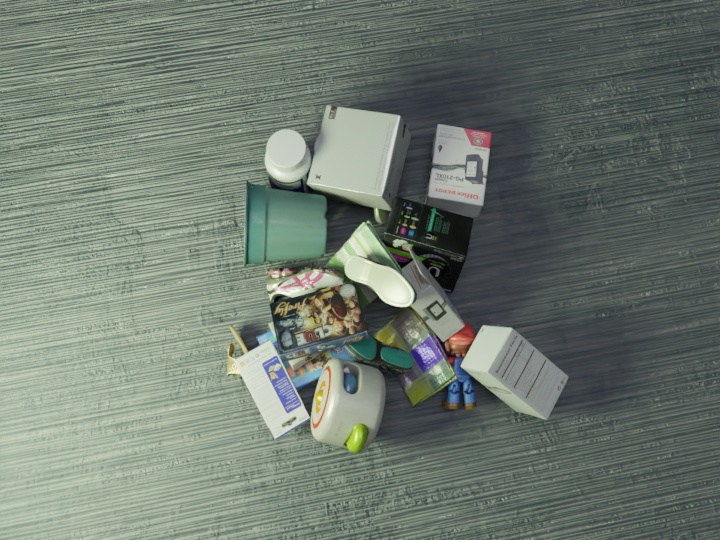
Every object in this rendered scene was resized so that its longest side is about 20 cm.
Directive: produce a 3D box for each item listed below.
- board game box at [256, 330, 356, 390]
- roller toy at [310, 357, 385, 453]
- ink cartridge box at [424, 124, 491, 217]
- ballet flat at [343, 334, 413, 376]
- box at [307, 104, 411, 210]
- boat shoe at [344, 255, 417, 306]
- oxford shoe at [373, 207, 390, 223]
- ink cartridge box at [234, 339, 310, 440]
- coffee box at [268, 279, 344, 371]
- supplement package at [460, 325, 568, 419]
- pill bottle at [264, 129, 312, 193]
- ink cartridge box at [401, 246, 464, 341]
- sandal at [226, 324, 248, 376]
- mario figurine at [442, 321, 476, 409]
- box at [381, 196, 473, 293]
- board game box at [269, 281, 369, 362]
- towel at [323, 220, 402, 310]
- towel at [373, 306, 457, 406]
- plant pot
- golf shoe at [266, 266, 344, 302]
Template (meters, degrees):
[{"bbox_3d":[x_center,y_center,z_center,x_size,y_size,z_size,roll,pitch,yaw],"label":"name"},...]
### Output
[{"bbox_3d":[-0.128,0.189,1.625,0.197,0.045,0.154,-23,76,-7],"label":"board game box"},{"bbox_3d":[-0.035,0.294,1.519,0.137,0.200,0.186,16,81,-13],"label":"roller toy"},{"bbox_3d":[0.247,-0.251,1.735,0.141,0.084,0.204,9,74,1],"label":"ink cartridge box"},{"bbox_3d":[0.026,0.191,1.558,0.198,0.074,0.075,28,74,-19],"label":"ballet flat"},{"bbox_3d":[-0.001,-0.270,1.652,0.196,0.131,0.203,12,84,18],"label":"box"},{"bbox_3d":[0.053,0.022,1.518,0.200,0.060,0.073,29,102,36],"label":"boat shoe"},{"bbox_3d":[0.046,-0.218,1.739,0.057,0.074,0.205,-10,80,40],"label":"oxford shoe"},{"bbox_3d":[-0.200,0.269,1.552,0.093,0.037,0.203,-27,88,-14],"label":"ink cartridge box"},{"bbox_3d":[-0.098,0.126,1.579,0.198,0.080,0.114,-30,76,-10],"label":"coffee box"},{"bbox_3d":[0.348,0.229,1.553,0.199,0.116,0.118,38,75,-18],"label":"supplement package"},{"bbox_3d":[-0.172,-0.253,1.664,0.113,0.200,0.118,1,74,-2],"label":"pill bottle"},{"bbox_3d":[0.149,0.054,1.566,0.066,0.200,0.117,-35,34,10],"label":"ink cartridge box"},{"bbox_3d":[-0.276,0.234,1.592,0.069,0.078,0.214,-30,82,-15],"label":"sandal"},{"bbox_3d":[0.234,0.222,1.624,0.122,0.105,0.205,9,80,-44],"label":"mario figurine"},{"bbox_3d":[0.151,-0.061,1.634,0.196,0.150,0.126,15,53,3],"label":"box"},{"bbox_3d":[-0.092,0.111,1.503,0.196,0.035,0.137,-15,55,-5],"label":"board game box"},{"bbox_3d":[0.000,0.000,1.621,0.023,0.200,0.154,-19,70,-49],"label":"towel"},{"bbox_3d":[0.124,0.198,1.604,0.143,0.023,0.202,-37,75,24],"label":"towel"},{"bbox_3d":[-0.181,-0.108,1.638,0.191,0.200,0.205,1,74,-9],"label":"plant pot"},{"bbox_3d":[-0.131,0.037,1.647,0.196,0.072,0.094,-3,88,17],"label":"golf shoe"}]
